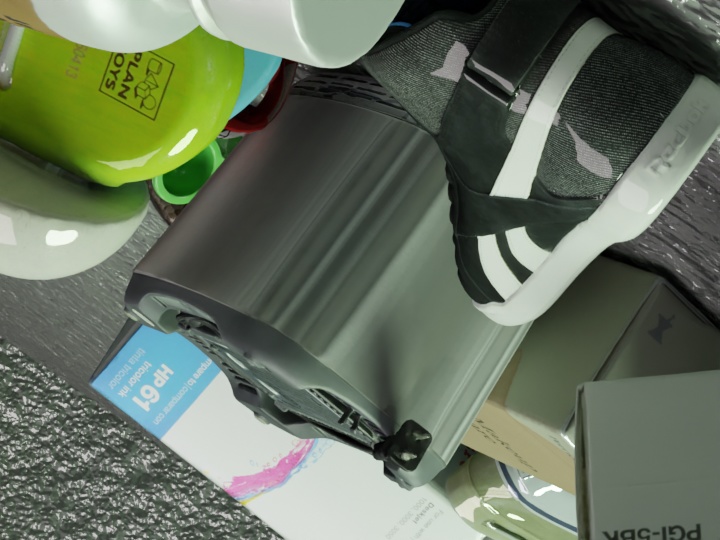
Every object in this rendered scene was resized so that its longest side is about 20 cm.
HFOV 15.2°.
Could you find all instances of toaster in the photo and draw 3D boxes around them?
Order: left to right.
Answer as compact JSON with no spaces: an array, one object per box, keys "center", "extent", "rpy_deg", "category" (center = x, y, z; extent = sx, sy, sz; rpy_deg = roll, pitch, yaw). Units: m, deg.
[{"center":[0.000,0.000,1.076],"extent":[0.113,0.130,0.200],"rpy_deg":[39,170,-25],"category":"toaster"}]

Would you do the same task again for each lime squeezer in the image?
[{"center":[-0.087,-0.060,1.251],"extent":[0.071,0.038,0.200],"rpy_deg":[45,-166,5],"category":"lime squeezer"}]

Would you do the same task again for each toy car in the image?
[{"center":[-0.110,-0.108,0.946],"extent":[0.199,0.176,0.150],"rpy_deg":[31,-156,21],"category":"toy car"}]

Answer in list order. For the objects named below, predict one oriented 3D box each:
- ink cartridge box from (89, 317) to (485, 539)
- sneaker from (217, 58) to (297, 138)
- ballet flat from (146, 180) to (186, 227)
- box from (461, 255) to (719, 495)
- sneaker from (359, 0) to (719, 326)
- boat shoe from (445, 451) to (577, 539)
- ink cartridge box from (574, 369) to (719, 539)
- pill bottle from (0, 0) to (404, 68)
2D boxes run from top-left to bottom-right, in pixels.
[{"center":[-0.021,0.062,1.367],"extent":[0.200,0.085,0.145],"rpy_deg":[38,-154,-6],"category":"ink cartridge box"},{"center":[-0.077,-0.085,1.115],"extent":[0.107,0.068,0.201],"rpy_deg":[26,174,9],"category":"sneaker"},{"center":[-0.039,-0.002,1.464],"extent":[0.200,0.046,0.067],"rpy_deg":[42,-160,-7],"category":"ballet flat"},{"center":[0.072,0.036,1.151],"extent":[0.095,0.078,0.200],"rpy_deg":[42,168,-33],"category":"box"},{"center":[0.045,-0.052,0.888],"extent":[0.112,0.073,0.200],"rpy_deg":[39,162,-1],"category":"sneaker"},{"center":[0.118,0.118,1.315],"extent":[0.062,0.072,0.200],"rpy_deg":[-26,141,30],"category":"boat shoe"},{"center":[0.162,0.101,0.968],"extent":[0.146,0.084,0.200],"rpy_deg":[-6,158,11],"category":"ink cartridge box"},{"center":[-0.083,-0.126,0.779],"extent":[0.199,0.115,0.114],"rpy_deg":[18,164,23],"category":"pill bottle"}]
